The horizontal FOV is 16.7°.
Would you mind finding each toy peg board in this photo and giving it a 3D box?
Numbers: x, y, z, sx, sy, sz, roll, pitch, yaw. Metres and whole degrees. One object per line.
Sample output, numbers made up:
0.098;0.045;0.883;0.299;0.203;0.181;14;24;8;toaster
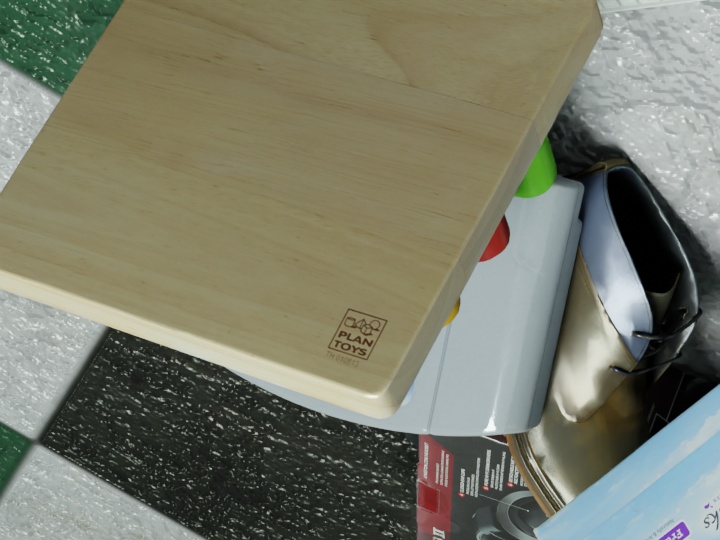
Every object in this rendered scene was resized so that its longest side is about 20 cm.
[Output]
-0.021;-0.033;1.020;0.199;0.200;0.098;17;154;26;toy peg board

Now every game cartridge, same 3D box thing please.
0.000;0.000;1.121;0.199;0.134;0.041;17;-172;28;game cartridge

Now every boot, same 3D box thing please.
0.115;0.047;1.108;0.097;0.075;0.201;-29;86;42;boot

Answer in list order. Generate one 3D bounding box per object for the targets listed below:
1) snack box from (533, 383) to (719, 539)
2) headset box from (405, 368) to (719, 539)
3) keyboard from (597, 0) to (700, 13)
0.197;0.110;1.063;0.168;0.068;0.200;-40;145;16;snack box
0.113;0.109;1.245;0.199;0.078;0.149;18;146;14;headset box
0.099;-0.126;0.995;0.199;0.011;0.056;-3;137;37;keyboard
